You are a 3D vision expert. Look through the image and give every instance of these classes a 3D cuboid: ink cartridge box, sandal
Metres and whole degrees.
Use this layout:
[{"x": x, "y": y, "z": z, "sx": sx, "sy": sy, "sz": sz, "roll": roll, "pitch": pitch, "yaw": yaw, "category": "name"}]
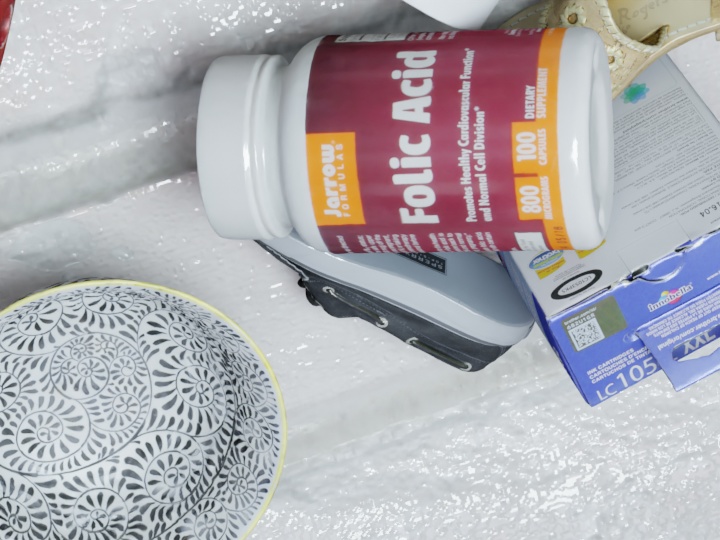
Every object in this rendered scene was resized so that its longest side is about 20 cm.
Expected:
[{"x": 0.145, "y": -0.020, "z": 1.257, "sx": 0.136, "sy": 0.200, "sz": 0.076, "roll": -28, "pitch": 128, "yaw": 2, "category": "ink cartridge box"}, {"x": 0.137, "y": -0.140, "z": 1.260, "sx": 0.212, "sy": 0.078, "sz": 0.070, "roll": -24, "pitch": 154, "yaw": -1, "category": "sandal"}]

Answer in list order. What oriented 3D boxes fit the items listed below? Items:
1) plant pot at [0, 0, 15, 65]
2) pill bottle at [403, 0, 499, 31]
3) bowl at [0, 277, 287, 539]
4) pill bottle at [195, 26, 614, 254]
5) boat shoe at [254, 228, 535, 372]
[{"x": -0.249, "y": -0.175, "z": 1.110, "sx": 0.200, "sy": 0.200, "sz": 0.183, "roll": 17, "pitch": 101, "yaw": -19, "category": "plant pot"}, {"x": 0.075, "y": -0.229, "z": 1.196, "sx": 0.120, "sy": 0.120, "sz": 0.200, "roll": 27, "pitch": 106, "yaw": -22, "category": "pill bottle"}, {"x": -0.147, "y": 0.078, "z": 1.299, "sx": 0.200, "sy": 0.094, "sz": 0.201, "roll": -5, "pitch": 114, "yaw": -11, "category": "bowl"}, {"x": 0.024, "y": -0.065, "z": 1.202, "sx": 0.200, "sy": 0.114, "sz": 0.114, "roll": -1, "pitch": 116, "yaw": 13, "category": "pill bottle"}, {"x": 0.000, "y": 0.000, "z": 1.317, "sx": 0.200, "sy": 0.070, "sz": 0.066, "roll": 23, "pitch": 131, "yaw": -16, "category": "boat shoe"}]
